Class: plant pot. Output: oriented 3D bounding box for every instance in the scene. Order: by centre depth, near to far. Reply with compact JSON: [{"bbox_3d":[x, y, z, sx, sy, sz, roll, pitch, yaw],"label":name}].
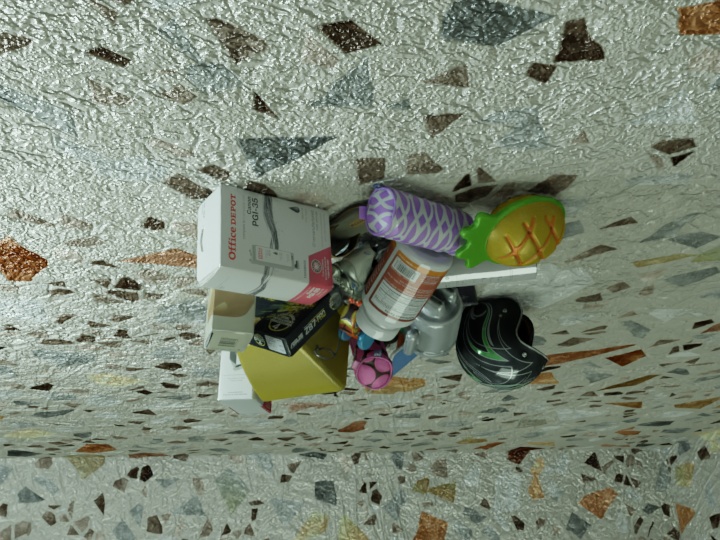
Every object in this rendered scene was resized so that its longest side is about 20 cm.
[{"bbox_3d":[-0.148,0.130,1.579,0.199,0.201,0.177,-11,143,21],"label":"plant pot"}]

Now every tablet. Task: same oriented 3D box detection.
[{"bbox_3d":[0.122,0.168,1.730,0.200,0.014,0.130,-34,155,-34],"label":"tablet"}]

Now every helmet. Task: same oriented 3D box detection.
[{"bbox_3d":[0.313,0.171,1.725,0.199,0.192,0.200,-3,157,-1],"label":"helmet"}]

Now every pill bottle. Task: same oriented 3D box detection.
[{"bbox_3d":[0.071,0.027,1.371,0.112,0.112,0.200,10,128,-29],"label":"pill bottle"}]

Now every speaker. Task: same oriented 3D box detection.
[{"bbox_3d":[0.223,-0.013,1.426,0.199,0.082,0.081,-6,157,5],"label":"speaker"}]

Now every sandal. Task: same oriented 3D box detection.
[{"bbox_3d":[-0.031,-0.053,1.328,0.081,0.055,0.200,15,150,-37],"label":"sandal"}]

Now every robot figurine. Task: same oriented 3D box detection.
[{"bbox_3d":[0.146,0.102,1.568,0.169,0.113,0.200,-38,151,-29],"label":"robot figurine"}]

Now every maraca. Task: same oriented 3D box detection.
[{"bbox_3d":[0.248,-0.061,1.265,0.199,0.107,0.138,-11,132,-18],"label":"maraca"}]

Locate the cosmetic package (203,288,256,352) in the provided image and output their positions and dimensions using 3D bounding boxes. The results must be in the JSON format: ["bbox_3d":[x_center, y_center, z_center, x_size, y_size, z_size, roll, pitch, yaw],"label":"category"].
[{"bbox_3d":[-0.216,0.026,1.301,0.071,0.201,0.105,7,154,-16],"label":"cosmetic package"}]

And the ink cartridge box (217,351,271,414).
[{"bbox_3d":[-0.250,0.205,1.715,0.082,0.201,0.147,-4,157,9],"label":"ink cartridge box"}]

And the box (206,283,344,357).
[{"bbox_3d":[-0.154,0.072,1.393,0.199,0.161,0.049,12,129,38],"label":"box"}]

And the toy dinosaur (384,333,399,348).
[{"bbox_3d":[0.105,0.133,1.756,0.199,0.077,0.102,11,160,-23],"label":"toy dinosaur"}]

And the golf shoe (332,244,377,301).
[{"bbox_3d":[0.000,0.000,1.435,0.097,0.078,0.200,-42,177,-3],"label":"golf shoe"}]

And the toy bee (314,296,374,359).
[{"bbox_3d":[0.001,0.103,1.532,0.130,0.109,0.200,16,-162,11],"label":"toy bee"}]

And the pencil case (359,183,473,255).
[{"bbox_3d":[0.095,-0.076,1.255,0.199,0.084,0.085,14,163,-36],"label":"pencil case"}]

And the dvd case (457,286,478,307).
[{"bbox_3d":[0.168,0.043,1.629,0.148,0.016,0.200,-7,157,10],"label":"dvd case"}]

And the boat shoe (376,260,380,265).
[{"bbox_3d":[0.054,0.014,1.515,0.067,0.057,0.200,24,152,6],"label":"boat shoe"}]

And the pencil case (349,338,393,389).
[{"bbox_3d":[0.009,0.168,1.655,0.093,0.200,0.091,15,107,-17],"label":"pencil case"}]

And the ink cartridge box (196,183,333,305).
[{"bbox_3d":[-0.151,-0.037,1.230,0.199,0.147,0.083,12,152,-32],"label":"ink cartridge box"}]

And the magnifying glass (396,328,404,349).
[{"bbox_3d":[0.099,0.118,1.671,0.079,0.022,0.200,-12,143,-15],"label":"magnifying glass"}]
